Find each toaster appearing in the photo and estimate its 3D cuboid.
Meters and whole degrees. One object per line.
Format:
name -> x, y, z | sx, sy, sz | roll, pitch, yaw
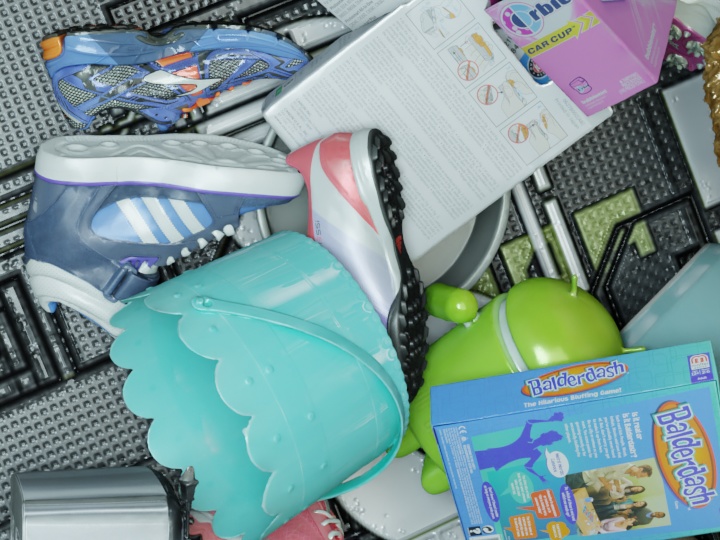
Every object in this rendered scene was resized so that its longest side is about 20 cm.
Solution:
toaster -> -0.184, 0.225, 1.473 | 0.118, 0.181, 0.200 | 1, 93, -13

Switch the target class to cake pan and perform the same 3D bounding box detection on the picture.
cake pan -> 0.014, -0.059, 1.587 | 0.200, 0.037, 0.201 | -1, 92, -14

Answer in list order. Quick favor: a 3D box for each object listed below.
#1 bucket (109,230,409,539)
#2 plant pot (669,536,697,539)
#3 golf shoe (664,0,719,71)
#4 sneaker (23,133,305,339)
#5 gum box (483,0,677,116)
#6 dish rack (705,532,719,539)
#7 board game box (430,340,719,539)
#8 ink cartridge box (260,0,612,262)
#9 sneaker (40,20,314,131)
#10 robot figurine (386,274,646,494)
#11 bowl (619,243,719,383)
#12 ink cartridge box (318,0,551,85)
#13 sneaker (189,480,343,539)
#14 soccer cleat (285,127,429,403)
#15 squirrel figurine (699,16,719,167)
bucket -> -0.069, 0.079, 1.476 | 0.135, 0.207, 0.207 | -30, 99, -24
plant pot -> 0.230, 0.286, 1.594 | 0.200, 0.200, 0.175 | -30, 83, -12
golf shoe -> 0.214, -0.243, 1.623 | 0.200, 0.075, 0.092 | 39, 71, -19
sneaker -> -0.144, -0.019, 1.524 | 0.200, 0.081, 0.147 | 2, 111, -12
gum box -> 0.167, -0.222, 1.478 | 0.113, 0.066, 0.200 | 42, 44, -25
dish rack -> 0.351, 0.159, 1.653 | 0.200, 0.055, 0.154 | -32, 123, -12
board game box -> 0.162, 0.133, 1.485 | 0.200, 0.045, 0.152 | -9, 128, 9
ink cartridge box -> 0.054, -0.118, 1.510 | 0.200, 0.050, 0.161 | -37, 107, 11
sneaker -> -0.132, -0.143, 1.536 | 0.200, 0.075, 0.079 | -3, 102, -7
robot figurine -> 0.110, 0.084, 1.550 | 0.200, 0.116, 0.175 | -37, 106, 28
bowl -> 0.262, 0.055, 1.593 | 0.105, 0.201, 0.201 | 44, 81, 7
ink cartridge box -> 0.079, -0.212, 1.556 | 0.200, 0.084, 0.146 | 39, 63, -13
sneaker -> -0.039, 0.199, 1.524 | 0.200, 0.074, 0.087 | 25, 70, 29
soccer cleat -> 0.000, 0.000, 1.492 | 0.073, 0.068, 0.200 | -7, 102, 19
squirrel figurine -> 0.323, -0.108, 1.609 | 0.200, 0.141, 0.187 | -9, 117, -45
